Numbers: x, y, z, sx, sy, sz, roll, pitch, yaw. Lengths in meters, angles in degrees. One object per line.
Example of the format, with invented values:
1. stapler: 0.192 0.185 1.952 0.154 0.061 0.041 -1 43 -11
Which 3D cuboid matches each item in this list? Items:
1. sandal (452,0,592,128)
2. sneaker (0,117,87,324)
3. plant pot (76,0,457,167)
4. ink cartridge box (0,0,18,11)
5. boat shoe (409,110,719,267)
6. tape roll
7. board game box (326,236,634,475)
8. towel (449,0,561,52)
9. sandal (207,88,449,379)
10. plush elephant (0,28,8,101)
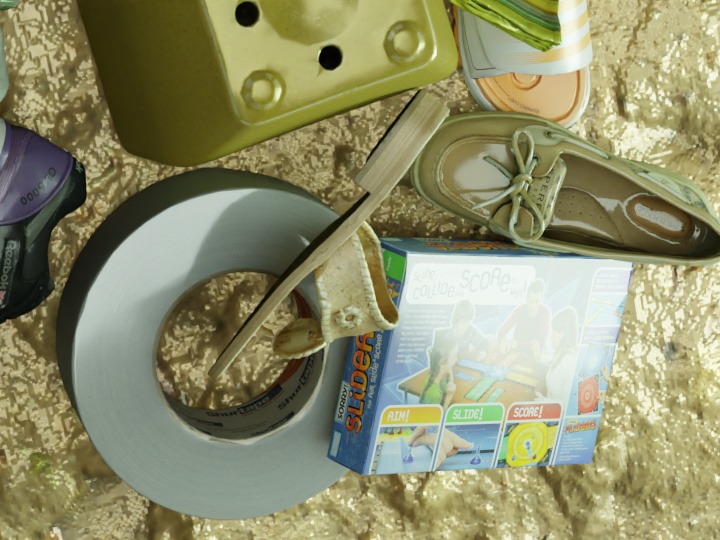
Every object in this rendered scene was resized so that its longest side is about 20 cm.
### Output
1. sandal: 0.091 -0.175 1.536 0.079 0.059 0.208 -17 108 -11
2. sneaker: -0.222 0.016 1.491 0.087 0.076 0.201 26 95 -26
3. plant pot: -0.048 -0.165 1.426 0.195 0.200 0.195 -20 108 -11
4. ink cartridge box: -0.247 -0.253 1.431 0.145 0.048 0.201 8 91 -18
5. boat shoe: 0.127 -0.046 1.551 0.199 0.063 0.074 11 103 -17
6. tape roll: -0.078 0.043 1.539 0.199 0.066 0.201 -4 104 -16
7. board game box: 0.075 0.050 1.555 0.199 0.034 0.136 2 104 -43
8. towel: 0.087 -0.229 1.478 0.086 0.018 0.201 23 62 -38
9. sandal: -0.001 0.002 1.445 0.070 0.078 0.212 36 111 -2
10. plush elephant: -0.235 -0.167 1.337 0.199 0.155 0.166 -3 97 -17
